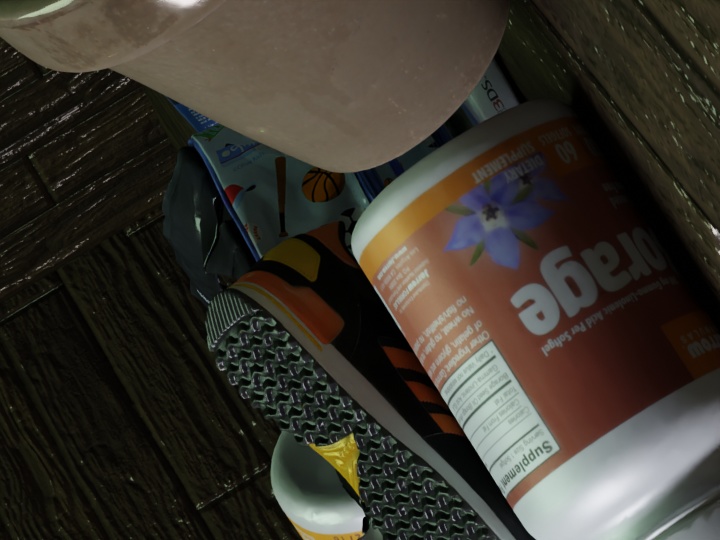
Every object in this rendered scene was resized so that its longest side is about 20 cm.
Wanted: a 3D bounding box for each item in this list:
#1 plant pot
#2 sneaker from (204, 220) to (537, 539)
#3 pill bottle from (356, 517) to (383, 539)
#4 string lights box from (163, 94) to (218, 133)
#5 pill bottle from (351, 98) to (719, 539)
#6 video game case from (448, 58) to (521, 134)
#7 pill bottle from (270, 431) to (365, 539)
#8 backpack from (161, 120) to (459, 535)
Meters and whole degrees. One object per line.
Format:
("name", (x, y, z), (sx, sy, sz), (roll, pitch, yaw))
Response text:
("plant pot", (-0.034, -0.130, 1.098), (0.175, 0.200, 0.200), (41, -175, -33))
("sneaker", (0.029, 0.061, 1.200), (0.200, 0.090, 0.070), (45, 145, 3))
("pill bottle", (0.076, 0.124, 1.274), (0.116, 0.199, 0.116), (57, 174, 9))
("string lights box", (-0.046, -0.110, 1.467), (0.059, 0.102, 0.200), (63, -174, 29))
("pill bottle", (0.091, 0.039, 1.145), (0.201, 0.112, 0.112), (57, 175, 11))
("video game case", (0.020, -0.130, 1.353), (0.183, 0.022, 0.200), (59, 175, -6))
("pill bottle", (0.044, 0.150, 1.478), (0.200, 0.116, 0.116), (58, 176, -34))
("backpack", (0.000, 0.000, 1.334), (0.200, 0.154, 0.191), (53, -179, 36))
